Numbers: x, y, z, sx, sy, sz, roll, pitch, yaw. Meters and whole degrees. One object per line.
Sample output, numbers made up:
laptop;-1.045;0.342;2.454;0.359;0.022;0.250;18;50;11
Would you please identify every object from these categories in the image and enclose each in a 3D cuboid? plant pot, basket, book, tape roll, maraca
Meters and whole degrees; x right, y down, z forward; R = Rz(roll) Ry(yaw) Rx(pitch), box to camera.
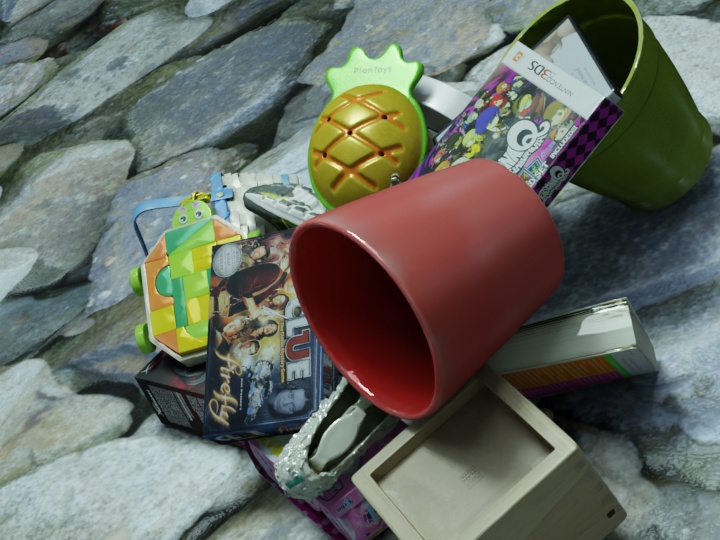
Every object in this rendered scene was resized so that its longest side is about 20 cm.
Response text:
plant pot;0.066;0.004;1.260;0.177;0.201;0.200;-31;31;-26
basket;-0.153;-0.023;1.700;0.200;0.176;0.139;-13;43;-6
plant pot;0.270;-0.162;1.551;0.200;0.193;0.201;-29;45;33
book;0.166;0.089;1.351;0.200;0.134;0.048;-14;67;16
tape roll;0.103;-0.145;1.666;0.203;0.203;0.037;18;65;48
maraca;0.009;-0.150;1.568;0.137;0.107;0.200;0;73;19

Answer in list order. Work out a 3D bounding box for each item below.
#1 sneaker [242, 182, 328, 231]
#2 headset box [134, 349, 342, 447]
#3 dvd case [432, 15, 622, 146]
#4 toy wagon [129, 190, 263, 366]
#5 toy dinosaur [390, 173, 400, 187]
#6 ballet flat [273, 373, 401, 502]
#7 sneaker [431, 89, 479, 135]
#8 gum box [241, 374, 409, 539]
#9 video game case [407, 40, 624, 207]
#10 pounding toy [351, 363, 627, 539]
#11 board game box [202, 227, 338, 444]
sneaker;-0.048;-0.029;1.581;0.200;0.085;0.074;27;25;20
headset box;-0.119;0.109;1.563;0.200;0.077;0.149;9;44;44
dvd case;0.165;-0.155;1.487;0.200;0.018;0.143;-42;39;20
toy wagon;-0.175;0.001;1.567;0.155;0.040;0.200;-16;66;14
toy dinosaur;0.000;0.000;1.481;0.200;0.058;0.101;-55;7;13
ballet flat;0.001;0.130;1.322;0.072;0.072;0.200;9;49;43
sneaker;0.164;-0.196;1.843;0.200;0.075;0.082;3;27;28
gum box;-0.020;0.180;1.397;0.113;0.066;0.200;-35;33;-17
video game case;0.143;-0.115;1.432;0.200;0.036;0.181;-51;33;7
pounding toy;0.117;0.186;1.254;0.184;0.142;0.200;-41;34;-5
board game box;-0.086;0.061;1.420;0.135;0.035;0.200;-12;66;27
